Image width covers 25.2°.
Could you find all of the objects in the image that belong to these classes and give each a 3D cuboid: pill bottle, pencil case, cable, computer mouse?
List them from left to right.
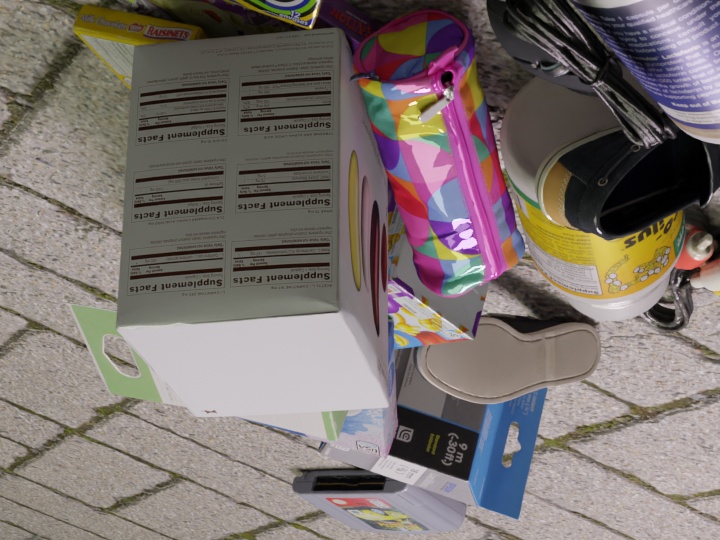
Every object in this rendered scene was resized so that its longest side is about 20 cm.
[{"bbox_3d":[0.054,-0.076,1.081,0.088,0.089,0.200,4,135,26],"label":"pencil case"},{"bbox_3d":[0.090,-0.141,0.892,0.046,0.200,0.140,-42,122,12],"label":"computer mouse"},{"bbox_3d":[0.165,-0.046,1.107,0.112,0.113,0.200,8,154,19],"label":"pill bottle"},{"bbox_3d":[0.168,-0.164,0.850,0.115,0.116,0.200,-5,148,40],"label":"pill bottle"},{"bbox_3d":[0.246,0.009,1.244,0.097,0.050,0.200,24,154,-7],"label":"cable"}]

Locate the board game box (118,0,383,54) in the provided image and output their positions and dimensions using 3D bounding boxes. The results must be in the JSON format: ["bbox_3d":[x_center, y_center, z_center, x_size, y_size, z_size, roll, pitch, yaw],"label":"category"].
[{"bbox_3d":[-0.074,-0.174,1.098,0.200,0.032,0.120,30,149,-26],"label":"board game box"}]

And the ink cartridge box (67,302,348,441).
[{"bbox_3d":[-0.113,0.063,1.254,0.199,0.048,0.146,12,149,14],"label":"ink cartridge box"}]

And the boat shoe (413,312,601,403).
[{"bbox_3d":[0.116,0.072,1.379,0.199,0.073,0.063,-1,-173,-37],"label":"boat shoe"}]

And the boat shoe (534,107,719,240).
[{"bbox_3d":[0.201,-0.072,0.965,0.062,0.199,0.075,45,154,52],"label":"boat shoe"}]

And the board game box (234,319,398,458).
[{"bbox_3d":[-0.069,0.079,1.353,0.199,0.044,0.199,14,154,10],"label":"board game box"}]

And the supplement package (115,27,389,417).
[{"bbox_3d":[-0.064,-0.026,1.096,0.146,0.201,0.191,-4,157,9],"label":"supplement package"}]

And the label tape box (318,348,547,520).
[{"bbox_3d":[0.077,0.129,1.497,0.199,0.145,0.063,19,154,-5],"label":"label tape box"}]

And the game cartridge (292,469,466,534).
[{"bbox_3d":[0.027,0.288,2.002,0.200,0.041,0.133,-8,150,44],"label":"game cartridge"}]

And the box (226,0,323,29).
[{"bbox_3d":[-0.109,-0.218,0.962,0.199,0.070,0.064,18,141,-3],"label":"box"}]

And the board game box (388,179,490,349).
[{"bbox_3d":[0.000,0.000,1.323,0.200,0.103,0.105,-10,144,45],"label":"board game box"}]

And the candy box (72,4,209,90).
[{"bbox_3d":[-0.121,-0.129,1.184,0.102,0.027,0.200,12,163,24],"label":"candy box"}]
